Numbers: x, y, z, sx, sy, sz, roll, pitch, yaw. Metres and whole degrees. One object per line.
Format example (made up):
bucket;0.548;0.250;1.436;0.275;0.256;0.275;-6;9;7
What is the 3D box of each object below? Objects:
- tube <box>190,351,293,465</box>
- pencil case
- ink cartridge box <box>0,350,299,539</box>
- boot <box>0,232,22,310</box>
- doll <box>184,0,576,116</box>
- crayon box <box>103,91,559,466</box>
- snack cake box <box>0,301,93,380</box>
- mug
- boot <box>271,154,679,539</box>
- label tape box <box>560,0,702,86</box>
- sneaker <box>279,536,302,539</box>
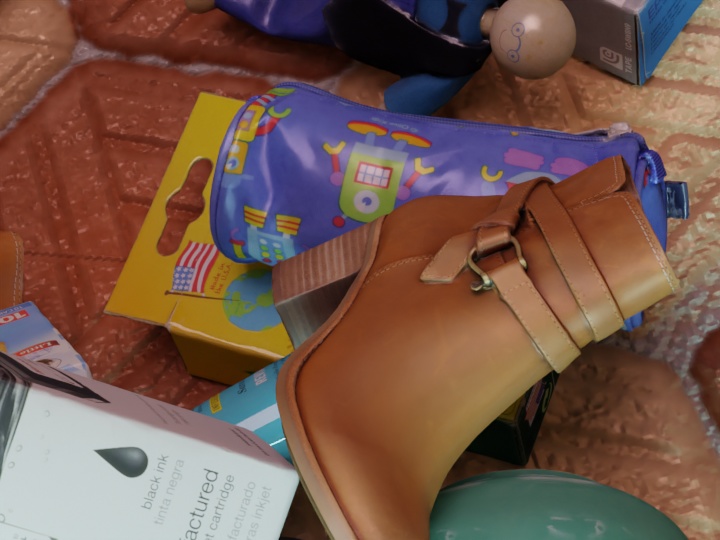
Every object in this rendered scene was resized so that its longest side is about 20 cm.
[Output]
tube;-0.072;0.082;1.093;0.200;0.077;0.050;-26;87;3
pencil case;0.037;-0.030;1.105;0.200;0.078;0.087;9;92;14
ink cartridge box;-0.145;0.105;0.964;0.200;0.084;0.145;19;91;-18
boot;-0.222;-0.005;1.116;0.155;0.200;0.074;-6;40;-17
doll;0.013;-0.127;1.212;0.200;0.048;0.136;18;104;28
crayon box;0.000;0.000;1.171;0.200;0.051;0.127;15;65;17
snack cake box;-0.208;0.083;1.047;0.200;0.067;0.115;-18;15;-14
mug;0.054;0.143;1.008;0.152;0.185;0.114;-30;48;36
boot;0.048;0.033;0.978;0.155;0.074;0.200;-19;41;8
label tape box;0.090;-0.198;1.258;0.200;0.063;0.144;29;69;23
sneaker;-0.036;0.199;1.055;0.091;0.076;0.200;3;71;-17
